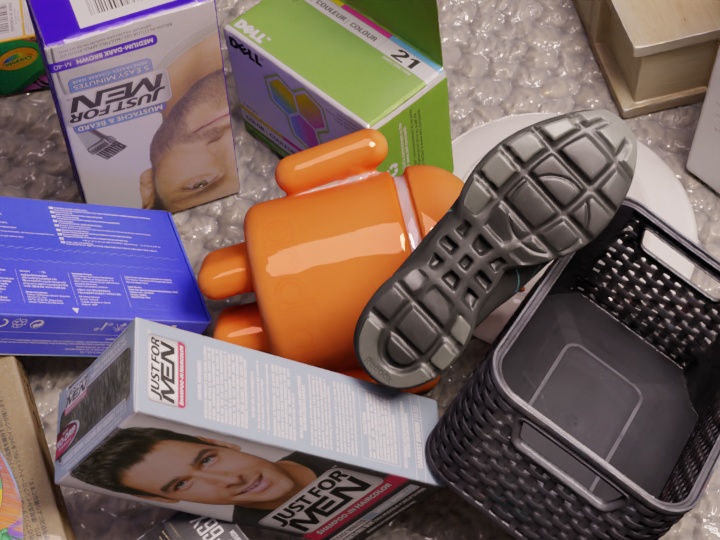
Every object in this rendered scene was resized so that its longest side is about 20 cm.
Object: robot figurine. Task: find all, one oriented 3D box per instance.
[{"bbox_3d":[0.000,0.002,1.027,0.199,0.117,0.144,-14,62,1],"label":"robot figurine"}]

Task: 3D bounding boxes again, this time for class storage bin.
[{"bbox_3d":[0.145,0.067,0.952,0.135,0.094,0.200,37,46,4],"label":"storage bin"}]

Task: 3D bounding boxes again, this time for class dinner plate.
[{"bbox_3d":[0.130,-0.033,1.104,0.199,0.024,0.201,-1,56,2],"label":"dinner plate"}]

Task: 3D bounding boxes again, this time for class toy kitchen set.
[{"bbox_3d":[0.260,-0.241,1.151,0.199,0.163,0.181,-13,58,-7],"label":"toy kitchen set"}]

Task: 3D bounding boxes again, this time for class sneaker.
[{"bbox_3d":[0.072,-0.019,0.927,0.200,0.079,0.075,-42,94,8],"label":"sneaker"}]

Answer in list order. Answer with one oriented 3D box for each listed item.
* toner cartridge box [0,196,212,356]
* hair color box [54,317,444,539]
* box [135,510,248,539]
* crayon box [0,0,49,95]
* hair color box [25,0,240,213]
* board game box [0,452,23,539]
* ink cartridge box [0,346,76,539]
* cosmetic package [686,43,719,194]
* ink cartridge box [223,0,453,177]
[{"bbox_3d":[-0.197,0.004,1.013,0.199,0.043,0.095,5,49,-40],"label":"toner cartridge box"},{"bbox_3d":[-0.062,0.097,0.925,0.199,0.099,0.061,18,51,-29],"label":"hair color box"},{"bbox_3d":[-0.090,0.246,0.915,0.157,0.050,0.200,-35,63,-19],"label":"box"},{"bbox_3d":[-0.229,-0.233,1.223,0.118,0.058,0.201,-10,57,-5],"label":"crayon box"},{"bbox_3d":[-0.144,-0.115,1.060,0.109,0.200,0.065,-18,60,-10],"label":"hair color box"},{"bbox_3d":[-0.291,0.146,0.903,0.199,0.039,0.158,-26,61,-13],"label":"board game box"},{"bbox_3d":[-0.271,0.124,0.985,0.164,0.075,0.200,-18,59,-8],"label":"ink cartridge box"},{"bbox_3d":[0.283,-0.132,1.056,0.102,0.200,0.074,-39,64,-20],"label":"cosmetic package"},{"bbox_3d":[-0.019,-0.147,1.069,0.076,0.200,0.148,-39,57,-21],"label":"ink cartridge box"}]
